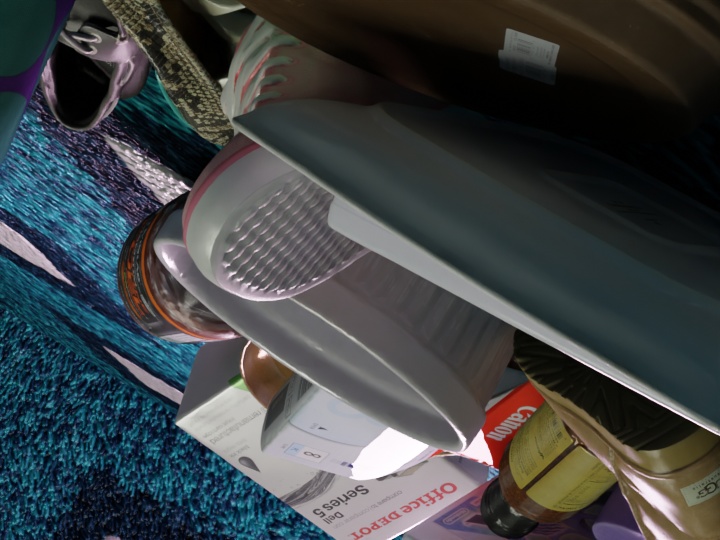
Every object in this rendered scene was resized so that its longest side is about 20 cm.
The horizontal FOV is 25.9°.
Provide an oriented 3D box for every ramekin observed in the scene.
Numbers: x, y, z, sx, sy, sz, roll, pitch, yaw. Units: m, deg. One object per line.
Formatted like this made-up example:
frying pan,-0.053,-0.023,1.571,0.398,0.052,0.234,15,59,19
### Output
ramekin,0.000,0.000,0.836,0.200,0.105,0.200,32,167,8

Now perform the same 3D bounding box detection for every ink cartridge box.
ink cartridge box,-0.016,0.113,1.200,0.200,0.084,0.145,39,128,-23
ink cartridge box,0.050,0.105,1.020,0.200,0.047,0.160,19,152,-11

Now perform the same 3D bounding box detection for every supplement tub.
supplement tub,-0.105,-0.004,1.083,0.107,0.107,0.200,36,167,-11

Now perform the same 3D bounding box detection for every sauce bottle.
sauce bottle,0.120,0.113,0.944,0.066,0.066,0.200,33,151,0

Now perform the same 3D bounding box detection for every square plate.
square plate,0.089,-0.009,0.525,0.198,0.028,0.200,33,-162,34

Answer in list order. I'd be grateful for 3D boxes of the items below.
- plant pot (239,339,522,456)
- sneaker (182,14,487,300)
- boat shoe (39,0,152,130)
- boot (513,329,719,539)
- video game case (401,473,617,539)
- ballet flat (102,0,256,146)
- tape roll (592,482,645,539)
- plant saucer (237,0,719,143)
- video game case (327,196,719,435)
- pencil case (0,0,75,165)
plant pot,0.019,0.068,1.052,0.200,0.028,0.200,7,148,4
sneaker,-0.032,-0.055,0.627,0.105,0.075,0.200,39,-152,16
boat shoe,-0.146,-0.122,0.847,0.067,0.057,0.200,33,168,0
boot,0.153,0.121,0.774,0.200,0.066,0.175,63,180,-28
video game case,0.156,0.191,1.064,0.182,0.022,0.200,26,-152,30
ballet flat,-0.071,-0.117,0.690,0.075,0.068,0.200,1,151,26
tape roll,0.242,0.167,0.911,0.200,0.085,0.200,31,167,8
plant saucer,0.030,-0.085,0.502,0.200,0.030,0.200,20,175,2
video game case,0.112,0.010,0.592,0.200,0.023,0.182,29,-163,22
pencil case,-0.183,-0.103,0.688,0.092,0.200,0.085,25,173,-9
